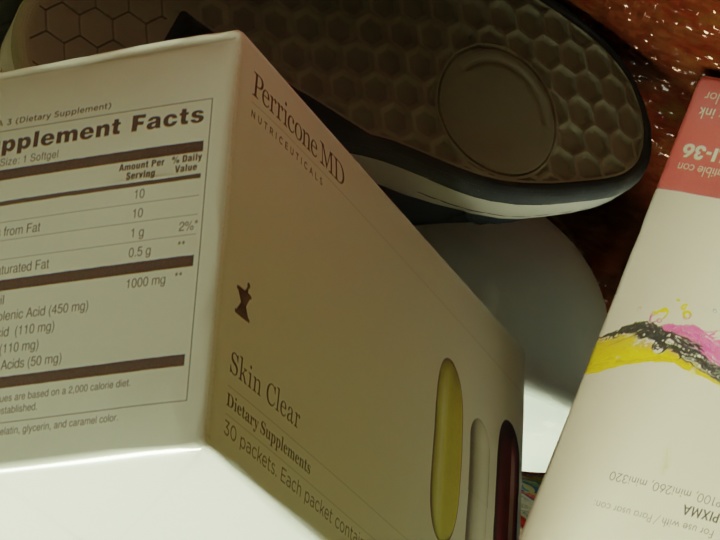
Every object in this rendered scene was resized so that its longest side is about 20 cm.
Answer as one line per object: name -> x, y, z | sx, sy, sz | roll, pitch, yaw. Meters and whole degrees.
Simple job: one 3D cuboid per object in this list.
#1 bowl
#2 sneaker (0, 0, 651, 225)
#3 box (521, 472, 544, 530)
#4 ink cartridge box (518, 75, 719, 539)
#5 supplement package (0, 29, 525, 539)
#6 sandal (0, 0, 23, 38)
bowl -> 0.000, 0.000, 0.974 | 0.200, 0.091, 0.201 | 12, 167, 3
sneaker -> -0.029, -0.033, 0.854 | 0.201, 0.077, 0.146 | 5, 157, -25
box -> 0.073, 0.141, 1.212 | 0.099, 0.096, 0.200 | 13, -177, -15
ink cartridge box -> 0.110, 0.060, 0.846 | 0.067, 0.201, 0.116 | 12, 160, 32
supplement package -> -0.061, 0.041, 0.774 | 0.155, 0.111, 0.200 | -8, 153, 22
sandal -> -0.077, -0.085, 0.905 | 0.081, 0.055, 0.200 | -11, 165, 0
